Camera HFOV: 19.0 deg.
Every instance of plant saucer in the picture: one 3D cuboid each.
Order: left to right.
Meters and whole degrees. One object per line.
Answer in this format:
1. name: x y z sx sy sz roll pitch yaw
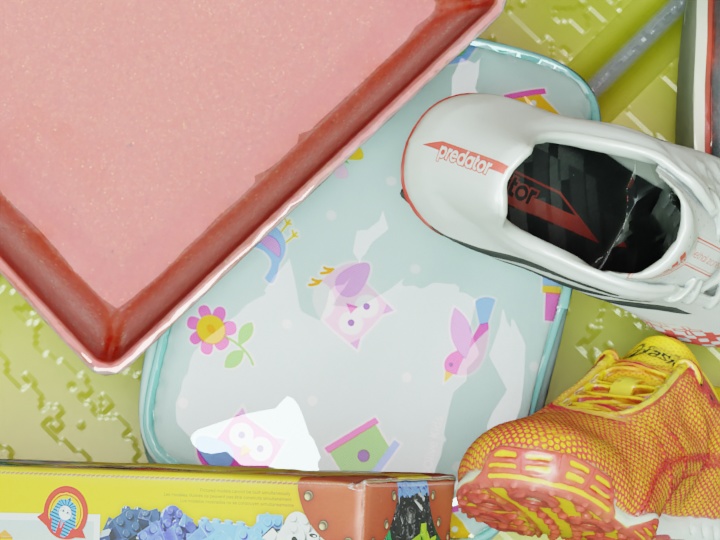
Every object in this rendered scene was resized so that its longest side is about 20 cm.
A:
1. plant saucer: -0.084 -0.099 0.772 0.200 0.037 0.200 -43 88 -2

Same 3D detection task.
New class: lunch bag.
1. lunch bag: 0.000 0.000 0.818 0.160 0.077 0.200 13 78 3

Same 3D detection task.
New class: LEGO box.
1. LEGO box: -0.073 0.140 0.726 0.200 0.077 0.149 -1 85 26

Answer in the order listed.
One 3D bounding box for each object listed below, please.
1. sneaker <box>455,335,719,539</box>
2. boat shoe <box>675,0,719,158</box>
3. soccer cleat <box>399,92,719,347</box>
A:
1. sneaker: 0.086 0.059 0.753 0.073 0.200 0.077 8 89 23
2. boat shoe: 0.157 -0.098 0.848 0.062 0.071 0.201 4 73 1
3. soccer cleat: 0.107 -0.012 0.745 0.200 0.085 0.069 18 94 -26
